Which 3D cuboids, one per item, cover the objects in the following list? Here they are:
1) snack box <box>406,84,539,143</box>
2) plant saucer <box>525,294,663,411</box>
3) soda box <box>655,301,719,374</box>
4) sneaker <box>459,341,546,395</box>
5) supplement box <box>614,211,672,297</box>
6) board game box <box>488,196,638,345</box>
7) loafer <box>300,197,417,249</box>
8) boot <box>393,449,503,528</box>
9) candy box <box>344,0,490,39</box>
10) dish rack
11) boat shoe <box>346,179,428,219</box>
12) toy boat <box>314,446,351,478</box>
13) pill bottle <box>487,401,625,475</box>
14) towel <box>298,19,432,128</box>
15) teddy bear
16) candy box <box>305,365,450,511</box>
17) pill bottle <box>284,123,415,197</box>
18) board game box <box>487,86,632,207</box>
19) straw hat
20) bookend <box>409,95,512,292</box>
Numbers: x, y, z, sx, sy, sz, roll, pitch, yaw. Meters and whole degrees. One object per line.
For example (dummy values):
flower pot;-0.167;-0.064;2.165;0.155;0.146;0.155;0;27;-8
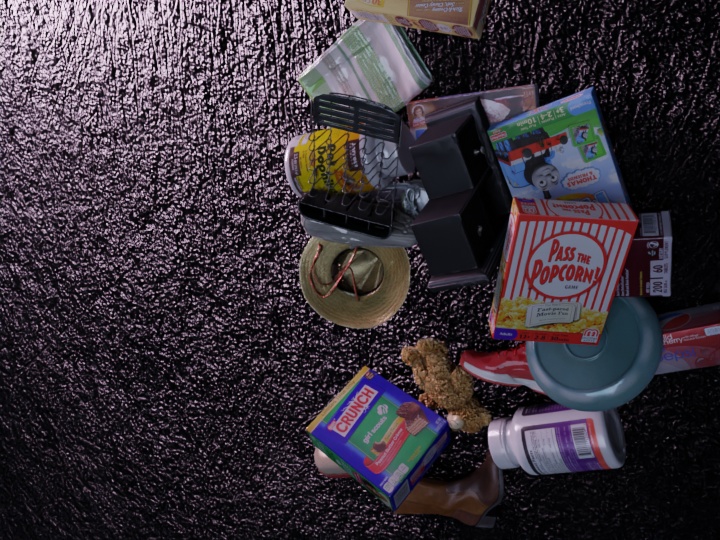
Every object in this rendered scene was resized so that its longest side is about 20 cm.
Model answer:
snack box;0.168;-0.230;0.943;0.198;0.024;0.073;0;114;29
plant saucer;0.332;0.102;0.914;0.198;0.027;0.203;-17;59;31
soda box;0.428;0.108;0.914;0.198;0.070;0.064;-17;105;32
sneaker;0.266;0.129;1.023;0.197;0.078;0.117;11;103;17
supplement box;0.331;-0.019;0.890;0.198;0.061;0.110;-2;131;24
board game box;0.262;0.005;0.835;0.149;0.047;0.202;3;124;1
loafer;0.000;-0.069;1.010;0.197;0.070;0.070;14;140;12
boot;0.159;0.389;1.155;0.197;0.069;0.190;8;128;6
candy box;0.086;-0.405;0.878;0.198;0.055;0.117;18;98;21
dish rack;-0.013;-0.152;0.907;0.152;0.055;0.202;15;133;12
boat shoe;0.056;-0.109;1.031;0.200;0.065;0.075;9;115;25
toy boat;0.015;0.353;1.230;0.198;0.132;0.131;-15;133;33
pill bottle;0.315;0.272;1.020;0.198;0.111;0.113;-17;101;33
towel;0.001;-0.306;1.001;0.199;0.031;0.150;-30;93;34
teddy bear;0.146;0.207;1.107;0.144;0.067;0.202;-13;106;39
candy box;0.033;0.291;1.116;0.199;0.169;0.078;28;149;32
pill bottle;-0.015;-0.177;1.002;0.198;0.109;0.111;-6;108;29
board game box;0.288;-0.136;0.895;0.150;0.037;0.202;-15;112;32
straw hat;0.000;0.000;1.090;0.198;0.085;0.204;1;95;18
bookend;0.135;-0.111;0.888;0.091;0.199;0.202;-11;114;33
